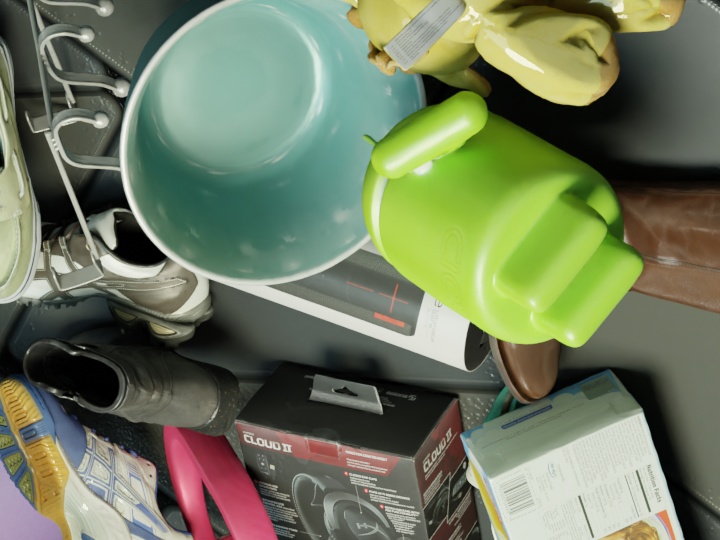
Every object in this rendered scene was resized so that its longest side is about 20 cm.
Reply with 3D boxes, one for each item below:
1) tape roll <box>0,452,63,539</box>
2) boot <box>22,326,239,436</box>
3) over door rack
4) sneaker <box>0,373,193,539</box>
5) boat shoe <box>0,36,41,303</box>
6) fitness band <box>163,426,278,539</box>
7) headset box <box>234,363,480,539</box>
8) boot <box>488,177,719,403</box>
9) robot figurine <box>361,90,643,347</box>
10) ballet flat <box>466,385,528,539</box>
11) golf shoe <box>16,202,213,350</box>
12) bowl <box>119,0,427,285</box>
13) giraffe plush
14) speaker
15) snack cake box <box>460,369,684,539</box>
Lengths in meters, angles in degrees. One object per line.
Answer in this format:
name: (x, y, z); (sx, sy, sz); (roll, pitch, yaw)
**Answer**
tape roll: (-0.316, 0.169, 2.009); (0.200, 0.066, 0.200); (37, 156, 20)
boot: (-0.193, 0.069, 1.828); (0.200, 0.132, 0.070); (6, 84, 47)
over door rack: (-0.186, -0.103, 1.688); (0.067, 0.148, 0.200); (-7, 149, -10)
sneaker: (-0.204, 0.156, 1.919); (0.075, 0.088, 0.200); (-16, 107, 54)
boat shoe: (-0.266, -0.067, 1.756); (0.072, 0.062, 0.200); (-4, 109, 4)
fitness band: (-0.097, 0.188, 1.877); (0.200, 0.037, 0.144); (-129, 26, -51)
headset box: (0.001, 0.162, 1.839); (0.149, 0.077, 0.200); (9, 128, 27)
boot: (0.183, 0.019, 1.618); (0.200, 0.064, 0.186); (7, 126, 23)
robot figurine: (0.078, -0.030, 1.525); (0.175, 0.116, 0.200); (38, 178, -41)
ballet flat: (0.109, 0.161, 1.780); (0.070, 0.067, 0.200); (11, 129, 44)
golf shoe: (-0.199, -0.017, 1.830); (0.200, 0.078, 0.095); (15, 129, 9)
bowl: (-0.069, -0.102, 1.612); (0.105, 0.201, 0.201); (-130, 19, -58)
giraffe plush: (0.066, -0.164, 1.488); (0.173, 0.200, 0.162); (64, 160, -5)
speaker: (0.000, 0.000, 1.707); (0.200, 0.081, 0.081); (20, 133, 19)
snack cake box: (0.156, 0.181, 1.721); (0.115, 0.067, 0.200); (-23, 119, -6)
